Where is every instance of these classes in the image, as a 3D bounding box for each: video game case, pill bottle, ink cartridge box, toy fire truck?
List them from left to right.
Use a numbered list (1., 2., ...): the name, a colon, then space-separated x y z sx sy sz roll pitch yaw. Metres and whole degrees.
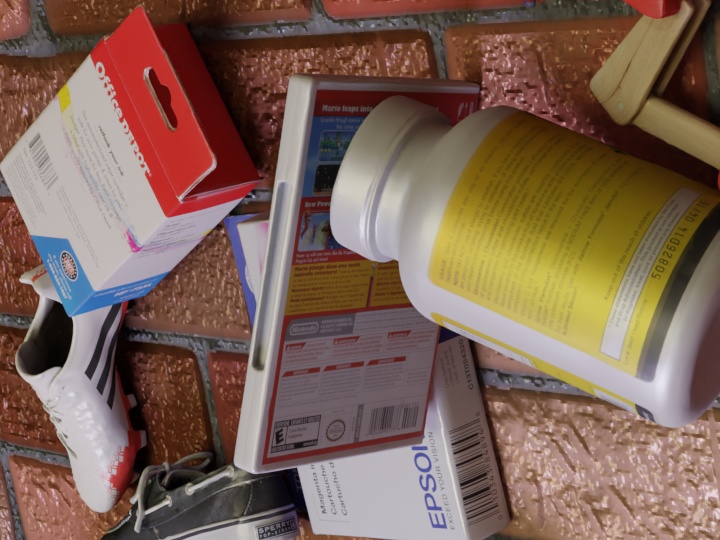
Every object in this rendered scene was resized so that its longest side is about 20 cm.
1. ink cartridge box: -0.137 -0.070 1.343 0.200 0.067 0.117 -40 72 46
2. ink cartridge box: -0.011 0.060 1.280 0.199 0.043 0.198 -5 101 49
3. video game case: 0.000 0.000 1.126 0.017 0.142 0.202 17 103 37
4. pill bottle: 0.089 -0.012 1.042 0.199 0.112 0.113 25 124 22
5. toy fire truck: 0.139 -0.118 1.025 0.199 0.049 0.142 16 117 45

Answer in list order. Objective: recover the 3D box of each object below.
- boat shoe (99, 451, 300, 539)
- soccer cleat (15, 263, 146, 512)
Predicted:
1. boat shoe: -0.115 0.156 1.415 0.199 0.073 0.069 -21 82 54
2. soccer cleat: -0.194 0.077 1.462 0.068 0.085 0.202 27 124 40
